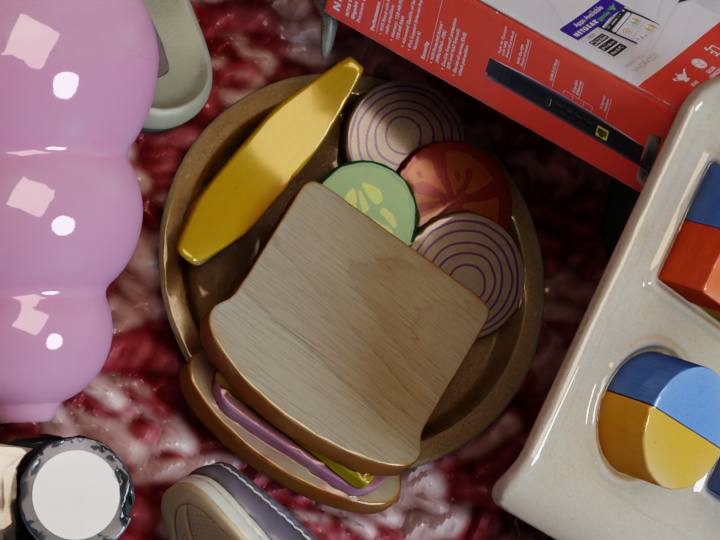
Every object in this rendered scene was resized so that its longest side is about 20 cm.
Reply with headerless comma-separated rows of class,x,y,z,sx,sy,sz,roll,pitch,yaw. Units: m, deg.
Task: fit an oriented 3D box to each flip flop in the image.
flip flop,-0.123,-0.156,1.254,0.081,0.058,0.200,-24,85,-24

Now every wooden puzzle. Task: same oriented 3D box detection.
wooden puzzle,0.163,0.044,1.187,0.185,0.046,0.200,33,84,-43

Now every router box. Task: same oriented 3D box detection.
router box,0.113,-0.131,1.266,0.179,0.049,0.200,31,42,19

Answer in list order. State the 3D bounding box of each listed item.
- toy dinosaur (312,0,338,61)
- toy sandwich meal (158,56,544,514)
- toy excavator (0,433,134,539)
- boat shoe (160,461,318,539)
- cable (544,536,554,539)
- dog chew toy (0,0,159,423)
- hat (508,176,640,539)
toy dinosaur,-0.051,-0.185,1.293,0.102,0.077,0.201,-7,83,-10
toy sandwich meal,0.000,0.000,1.251,0.205,0.070,0.206,5,74,-19
toy excavator,-0.133,0.166,1.153,0.194,0.100,0.201,10,85,-16
boat shoe,-0.003,0.152,1.211,0.200,0.072,0.065,47,60,-7
cable,0.155,0.164,1.268,0.200,0.051,0.164,17,69,-19
dog chew toy,-0.144,-0.037,1.184,0.124,0.124,0.201,-2,89,-21
hat,0.142,-0.003,1.334,0.200,0.176,0.166,-4,52,-46
